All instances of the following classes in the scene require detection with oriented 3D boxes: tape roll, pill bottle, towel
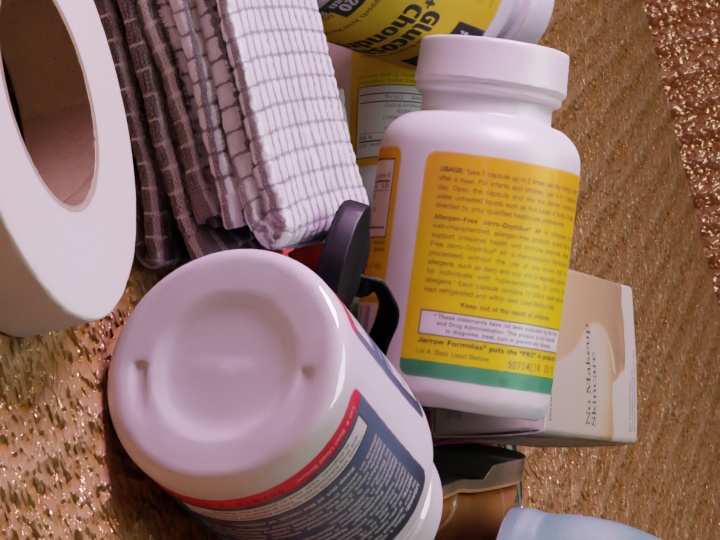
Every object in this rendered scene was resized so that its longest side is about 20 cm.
[{"bbox_3d":[-0.148,-0.073,1.197,0.203,0.037,0.204,-13,90,-75],"label":"tape roll"},{"bbox_3d":[-0.031,0.082,1.348,0.200,0.119,0.120,53,28,-59],"label":"pill bottle"},{"bbox_3d":[0.020,-0.175,1.592,0.199,0.112,0.113,14,61,-48],"label":"pill bottle"},{"bbox_3d":[-0.073,-0.101,1.413,0.166,0.085,0.201,-24,99,-73],"label":"towel"},{"bbox_3d":[0.022,-0.076,1.708,0.104,0.104,0.201,49,39,-62],"label":"pill bottle"},{"bbox_3d":[0.061,-0.023,1.544,0.113,0.112,0.201,17,80,-74],"label":"pill bottle"}]

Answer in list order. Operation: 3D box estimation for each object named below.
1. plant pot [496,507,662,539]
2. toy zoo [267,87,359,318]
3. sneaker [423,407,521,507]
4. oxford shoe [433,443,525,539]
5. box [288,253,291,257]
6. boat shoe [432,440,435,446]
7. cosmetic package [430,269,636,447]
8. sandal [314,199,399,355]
[{"bbox_3d":[0.148,0.228,1.524,0.200,0.133,0.202,-2,90,-77],"label":"plant pot"},{"bbox_3d":[-0.029,-0.023,1.572,0.131,0.020,0.201,-36,119,-67],"label":"toy zoo"},{"bbox_3d":[0.058,0.113,1.776,0.088,0.073,0.201,-91,164,-51],"label":"sneaker"},{"bbox_3d":[0.025,0.141,1.546,0.199,0.071,0.072,-3,102,-51],"label":"oxford shoe"},{"bbox_3d":[-0.061,-0.124,1.616,0.164,0.021,0.201,59,23,-49],"label":"box"},{"bbox_3d":[0.037,0.150,1.668,0.057,0.068,0.201,-83,154,-55],"label":"boat shoe"},{"bbox_3d":[0.106,0.052,1.687,0.200,0.071,0.106,10,78,-69],"label":"cosmetic package"},{"bbox_3d":[-0.005,0.033,1.442,0.200,0.045,0.075,102,6,-64],"label":"sandal"}]
